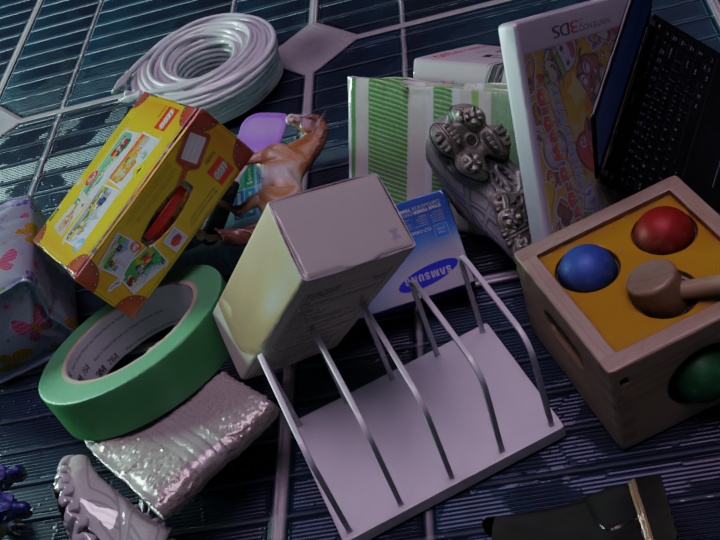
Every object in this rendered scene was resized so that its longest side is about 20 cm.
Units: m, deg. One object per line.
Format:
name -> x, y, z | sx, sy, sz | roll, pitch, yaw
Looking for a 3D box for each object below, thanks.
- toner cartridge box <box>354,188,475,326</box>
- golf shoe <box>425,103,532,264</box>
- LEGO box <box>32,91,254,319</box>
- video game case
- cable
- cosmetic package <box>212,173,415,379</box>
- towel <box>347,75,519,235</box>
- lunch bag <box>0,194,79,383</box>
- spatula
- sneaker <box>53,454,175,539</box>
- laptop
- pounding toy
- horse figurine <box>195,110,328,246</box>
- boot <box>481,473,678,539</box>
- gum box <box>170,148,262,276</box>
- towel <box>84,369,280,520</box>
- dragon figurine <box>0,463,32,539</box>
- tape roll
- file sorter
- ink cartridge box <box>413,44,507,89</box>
toner cartridge box -> 0.000, 0.000, 0.972 | 0.200, 0.043, 0.095 | -19, 80, 4
golf shoe -> 0.134, -0.062, 0.965 | 0.078, 0.097, 0.200 | -34, 86, -18
LEGO box -> -0.220, -0.072, 1.021 | 0.200, 0.077, 0.149 | -55, 35, -6
video game case -> 0.201, -0.134, 0.909 | 0.182, 0.200, 0.023 | -24, 20, -39
cable -> -0.199, -0.259, 1.340 | 0.200, 0.069, 0.200 | 8, 49, 28
cosmetic package -> -0.045, 0.009, 0.840 | 0.105, 0.200, 0.071 | -17, 70, -30
towel -> 0.073, -0.119, 1.036 | 0.200, 0.153, 0.023 | 11, 20, 31
lunch bag -> -0.412, 0.036, 1.082 | 0.200, 0.127, 0.170 | -27, 40, 4
spatula -> -0.133, -0.102, 1.118 | 0.056, 0.021, 0.200 | 5, 48, 19
sneaker -> -0.199, 0.224, 0.846 | 0.081, 0.075, 0.200 | -20, 42, -20
laptop -> 0.279, -0.153, 0.889 | 0.177, 0.200, 0.103 | -69, 16, -14
pounding toy -> 0.250, 0.023, 0.805 | 0.184, 0.142, 0.200 | -26, 42, -4
horse figurine -> -0.101, -0.088, 1.063 | 0.132, 0.050, 0.200 | 1, 47, 0
boot -> 0.155, 0.235, 0.686 | 0.138, 0.078, 0.200 | -15, 29, 14
gum box -> -0.184, -0.056, 1.139 | 0.200, 0.045, 0.170 | -15, 43, 5
towel -> -0.165, 0.136, 0.902 | 0.133, 0.034, 0.200 | -43, 28, -20
dragon figurine -> -0.361, 0.219, 0.886 | 0.200, 0.099, 0.059 | -12, 42, 11
tape roll -> -0.206, 0.073, 0.968 | 0.200, 0.048, 0.200 | -25, 25, 12
file sorter -> 0.038, 0.098, 0.830 | 0.200, 0.125, 0.139 | -26, 43, -6
ink cartridge box -> 0.172, -0.180, 1.053 | 0.200, 0.084, 0.146 | 13, 23, 32
